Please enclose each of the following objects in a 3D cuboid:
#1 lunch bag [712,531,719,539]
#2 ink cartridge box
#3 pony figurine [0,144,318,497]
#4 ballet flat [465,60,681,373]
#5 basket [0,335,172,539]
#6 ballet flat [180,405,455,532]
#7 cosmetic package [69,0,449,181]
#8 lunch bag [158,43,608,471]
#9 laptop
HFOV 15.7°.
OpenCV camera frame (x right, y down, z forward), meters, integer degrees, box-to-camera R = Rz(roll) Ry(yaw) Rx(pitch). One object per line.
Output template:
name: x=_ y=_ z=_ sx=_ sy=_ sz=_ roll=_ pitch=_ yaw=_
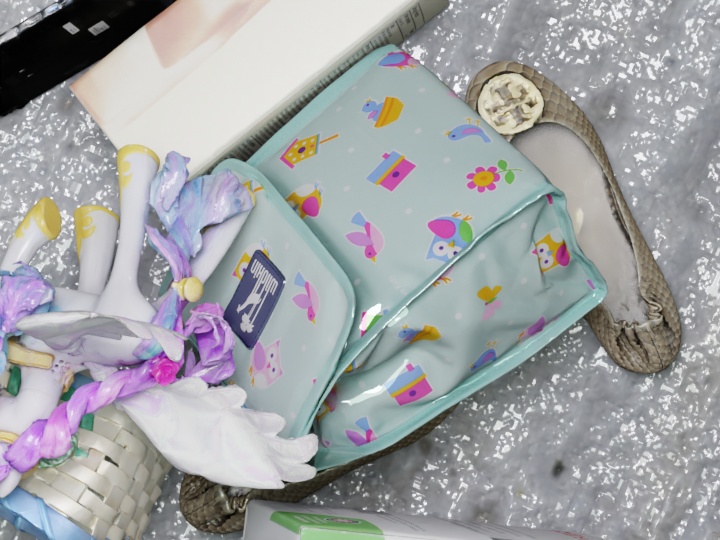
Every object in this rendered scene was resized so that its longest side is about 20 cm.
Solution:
lunch bag: x=0.297 y=0.155 z=1.442 sx=0.200 sy=0.076 sz=0.160 roll=9 pitch=91 yaw=3
ink cartridge box: x=0.044 y=0.177 z=1.396 sx=0.200 sy=0.146 sz=0.084 roll=8 pitch=89 yaw=-13
pony figurine: x=-0.123 y=0.033 z=1.334 sx=0.193 sy=0.167 sz=0.200 roll=-8 pitch=50 yaw=35
ballet flat: x=0.122 y=-0.031 z=1.472 sx=0.067 sy=0.046 sz=0.200 roll=-28 pitch=87 yaw=1
basket: x=-0.204 y=0.129 z=1.435 sx=0.176 sy=0.139 sz=0.200 roll=25 pitch=82 yaw=18
ballet flat: x=-0.016 y=0.085 z=1.469 sx=0.200 sy=0.046 sz=0.067 roll=-31 pitch=85 yaw=2
cosmetic package: x=-0.054 y=-0.127 z=1.459 sx=0.200 sy=0.103 sz=0.087 roll=-38 pitch=85 yaw=0
lunch bag: x=0.000 y=0.000 z=1.405 sx=0.200 sy=0.122 sz=0.170 roll=-37 pitch=47 yaw=-6
laptop: x=-0.218 y=-0.146 z=1.432 sx=0.200 sy=0.177 sz=0.103 roll=-30 pitch=87 yaw=3
